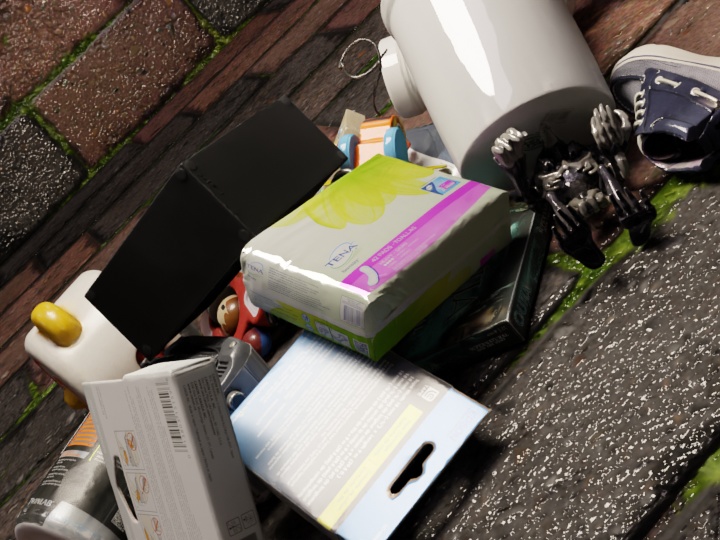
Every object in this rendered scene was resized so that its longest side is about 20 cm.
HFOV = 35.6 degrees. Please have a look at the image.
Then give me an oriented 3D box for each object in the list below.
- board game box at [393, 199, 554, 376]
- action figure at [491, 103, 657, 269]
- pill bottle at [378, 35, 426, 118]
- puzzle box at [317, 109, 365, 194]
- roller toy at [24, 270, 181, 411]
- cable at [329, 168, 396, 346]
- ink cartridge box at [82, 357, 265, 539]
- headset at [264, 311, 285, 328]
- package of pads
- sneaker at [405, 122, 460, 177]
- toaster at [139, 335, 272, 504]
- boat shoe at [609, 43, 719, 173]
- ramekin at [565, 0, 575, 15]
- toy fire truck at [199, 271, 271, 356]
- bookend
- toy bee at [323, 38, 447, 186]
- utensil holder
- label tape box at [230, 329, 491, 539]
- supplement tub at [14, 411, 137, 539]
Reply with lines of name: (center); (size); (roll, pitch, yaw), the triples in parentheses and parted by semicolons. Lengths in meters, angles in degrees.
board game box: (0.105, 0.009, 1.013); (0.135, 0.028, 0.201); (-28, 26, 36)
action figure: (0.180, -0.086, 0.947); (0.118, 0.103, 0.200); (-22, 28, 3)
pill bottle: (0.128, -0.246, 1.264); (0.198, 0.117, 0.117); (-15, 30, 17)
puzzle box: (-0.039, -0.080, 1.286); (0.133, 0.025, 0.202); (-91, 22, -74)
roller toy: (-0.296, 0.105, 1.321); (0.140, 0.182, 0.200); (-50, -2, -17)
cable: (0.000, 0.000, 1.063); (0.097, 0.202, 0.050); (-6, -4, 42)
ink cartridge box: (-0.153, 0.178, 0.932); (0.043, 0.202, 0.173); (-18, 4, -36)
headset: (-0.020, -0.010, 1.180); (0.199, 0.094, 0.123); (-36, 19, -14)
package of pads: (0.013, -0.021, 0.963); (0.154, 0.069, 0.200); (20, 43, 36)
sneaker: (0.112, -0.157, 1.226); (0.147, 0.077, 0.202); (-55, 32, -1)
toaster: (-0.134, 0.140, 1.049); (0.114, 0.129, 0.199); (-51, 23, -24)
boat shoe: (0.255, -0.137, 0.956); (0.093, 0.075, 0.200); (-39, 21, -11)
ramekin: (0.165, -0.329, 1.329); (0.201, 0.202, 0.095); (-31, 35, 28)
toy fire truck: (-0.135, 0.013, 1.284); (0.168, 0.111, 0.202); (49, 126, 52)
bookend: (-0.136, -0.044, 1.083); (0.199, 0.092, 0.200); (-46, 0, 36)
toy bee: (0.030, -0.119, 1.160); (0.130, 0.109, 0.202); (16, 86, 24)
utensil holder: (0.130, -0.200, 1.067); (0.169, 0.169, 0.201); (-32, 63, 24)
label tape box: (-0.002, 0.137, 0.889); (0.199, 0.063, 0.144); (28, 70, 42)
supplement tub: (-0.243, 0.207, 1.123); (0.122, 0.123, 0.201); (-19, 31, 45)
